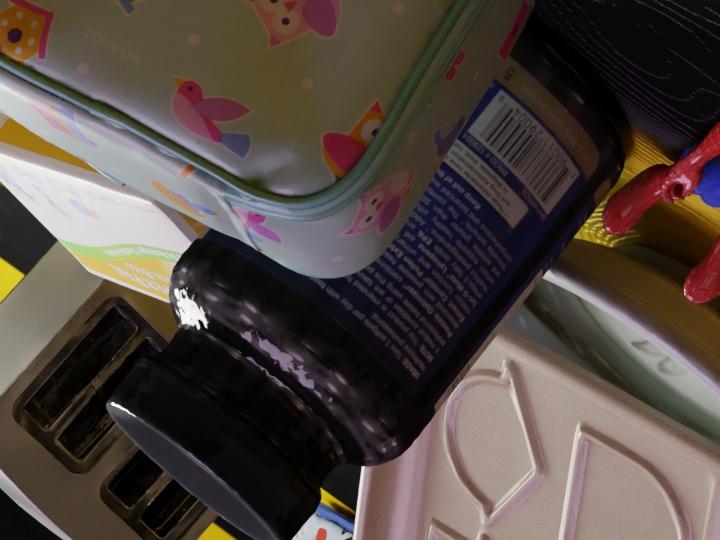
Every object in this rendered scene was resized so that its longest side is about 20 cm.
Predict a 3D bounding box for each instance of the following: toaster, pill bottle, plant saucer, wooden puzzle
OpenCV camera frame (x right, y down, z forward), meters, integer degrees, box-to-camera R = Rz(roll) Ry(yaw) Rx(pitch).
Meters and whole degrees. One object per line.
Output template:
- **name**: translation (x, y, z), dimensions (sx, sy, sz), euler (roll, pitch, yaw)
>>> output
- **toaster**: translation (-0.167, 0.088, 1.734), dimensions (0.181, 0.200, 0.119), euler (47, 169, -25)
- **pill bottle**: translation (0.000, 0.000, 0.997), dimensions (0.112, 0.200, 0.112), euler (37, 166, 10)
- **plant saucer**: translation (0.130, 0.042, 1.105), dimensions (0.200, 0.050, 0.200), euler (38, 167, 10)
- **wooden puzzle**: translation (0.087, 0.119, 1.118), dimensions (0.199, 0.046, 0.186), euler (27, 123, 34)

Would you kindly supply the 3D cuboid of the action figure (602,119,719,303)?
- **action figure**: translation (0.137, -0.024, 0.894), dimensions (0.065, 0.052, 0.200), euler (44, 164, -3)

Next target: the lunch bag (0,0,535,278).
- **lunch bag**: translation (-0.048, -0.106, 0.893), dimensions (0.199, 0.161, 0.077), euler (29, 169, 18)

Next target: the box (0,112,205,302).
- **box**: translation (-0.078, -0.054, 1.225), dimensions (0.101, 0.113, 0.200), euler (47, 163, -31)

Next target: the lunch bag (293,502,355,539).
- **lunch bag**: translation (0.030, 0.271, 2.055), dimensions (0.160, 0.076, 0.200), euler (20, 155, 49)
